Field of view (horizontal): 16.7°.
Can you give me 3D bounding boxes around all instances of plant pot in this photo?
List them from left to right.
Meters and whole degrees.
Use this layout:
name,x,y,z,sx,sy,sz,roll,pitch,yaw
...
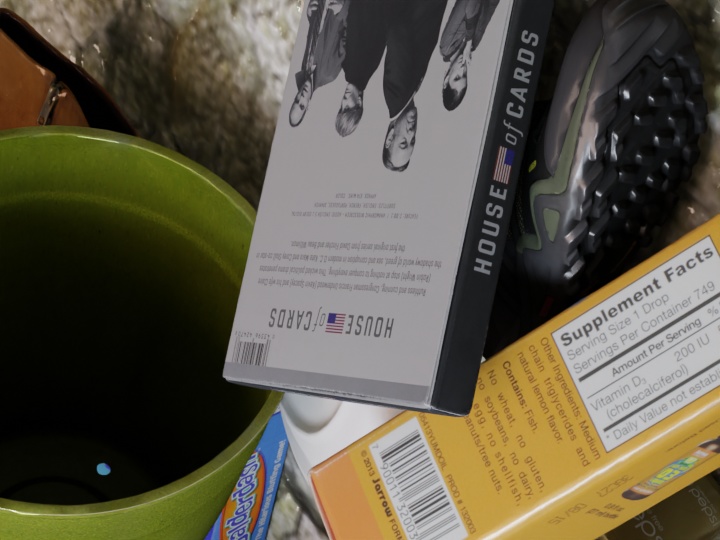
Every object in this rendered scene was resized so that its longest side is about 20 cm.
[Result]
name,x,y,z,sx,sy,sz,roll,pitch,yaw
plant pot,-0.137,0.073,1.100,0.200,0.200,0.193,47,150,23

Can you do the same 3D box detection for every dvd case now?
name,x,y,z,sx,sy,sz,roll,pitch,yaw
dvd case,0.012,-0.049,0.938,0.150,0.025,0.201,4,80,57

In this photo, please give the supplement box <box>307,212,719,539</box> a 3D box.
name,x,y,z,sx,sy,sz,roll,pitch,yaw
supplement box,0.082,0.058,0.905,0.199,0.066,0.069,-31,66,21

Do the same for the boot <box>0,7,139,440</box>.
name,x,y,z,sx,sy,sz,roll,pitch,yaw
boot,-0.198,-0.040,1.198,0.188,0.068,0.201,44,135,29

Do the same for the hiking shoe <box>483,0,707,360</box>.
name,x,y,z,sx,sy,sz,roll,pitch,yaw
hiking shoe,0.066,-0.035,0.942,0.101,0.076,0.201,41,139,28

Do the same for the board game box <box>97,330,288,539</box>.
name,x,y,z,sx,sy,sz,roll,pitch,yaw
board game box,-0.119,0.057,1.241,0.200,0.045,0.153,41,135,30

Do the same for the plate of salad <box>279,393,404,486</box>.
name,x,y,z,sx,sy,sz,roll,pitch,yaw
plate of salad,0.000,0.000,1.041,0.200,0.048,0.202,-179,90,-71

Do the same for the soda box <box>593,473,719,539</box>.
name,x,y,z,sx,sy,sz,roll,pitch,yaw
soda box,0.074,0.135,1.032,0.064,0.068,0.200,54,141,15
